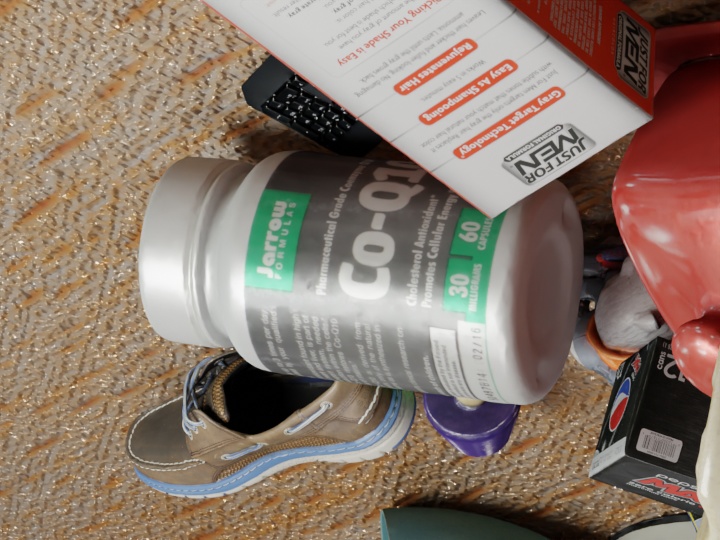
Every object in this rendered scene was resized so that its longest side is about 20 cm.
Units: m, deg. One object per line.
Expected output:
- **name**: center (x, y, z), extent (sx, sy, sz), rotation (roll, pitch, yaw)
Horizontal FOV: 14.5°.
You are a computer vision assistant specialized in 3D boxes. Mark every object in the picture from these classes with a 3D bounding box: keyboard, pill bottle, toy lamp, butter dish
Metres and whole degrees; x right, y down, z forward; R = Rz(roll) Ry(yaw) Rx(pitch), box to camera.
- **keyboard**: center (0.022, -0.092, 1.329), extent (0.104, 0.040, 0.200), rotation (23, 152, -17)
- **pill bottle**: center (0.000, 0.000, 1.393), extent (0.200, 0.113, 0.113), rotation (6, 152, 22)
- **toy lamp**: center (0.055, 0.042, 1.537), extent (0.058, 0.058, 0.200), rotation (6, 149, 13)
- **butter dish**: center (0.191, -0.001, 1.242), extent (0.200, 0.148, 0.199), rotation (0, 129, 51)

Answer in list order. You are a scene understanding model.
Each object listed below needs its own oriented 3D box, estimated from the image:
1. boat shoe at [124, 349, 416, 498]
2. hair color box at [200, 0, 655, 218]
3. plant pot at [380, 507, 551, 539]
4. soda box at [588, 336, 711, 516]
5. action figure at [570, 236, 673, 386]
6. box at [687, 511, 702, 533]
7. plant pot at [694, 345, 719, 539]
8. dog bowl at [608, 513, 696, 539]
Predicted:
- **boat shoe**: center (-0.066, 0.079, 1.655), extent (0.200, 0.072, 0.072), rotation (-16, 142, 32)
- **hair color box**: center (0.025, -0.116, 1.222), extent (0.200, 0.061, 0.102), rotation (37, 130, -28)
- **plant pot**: center (0.091, 0.241, 1.784), extent (0.135, 0.200, 0.200), rotation (-7, 152, -3)
- **soda box**: center (0.217, 0.098, 1.364), extent (0.200, 0.063, 0.071), rotation (19, 163, -5)
- **action figure**: center (0.185, 0.042, 1.448), extent (0.200, 0.105, 0.193), rotation (-3, 158, 29)
- **box**: center (0.266, 0.098, 1.456), extent (0.200, 0.064, 0.070), rotation (-26, 143, 6)
- **plant pot**: center (0.231, 0.077, 1.111), extent (0.183, 0.200, 0.200), rotation (9, 152, 14)
- **dog bowl**: center (0.246, 0.229, 1.794), extent (0.200, 0.074, 0.200), rotation (10, 152, 5)
